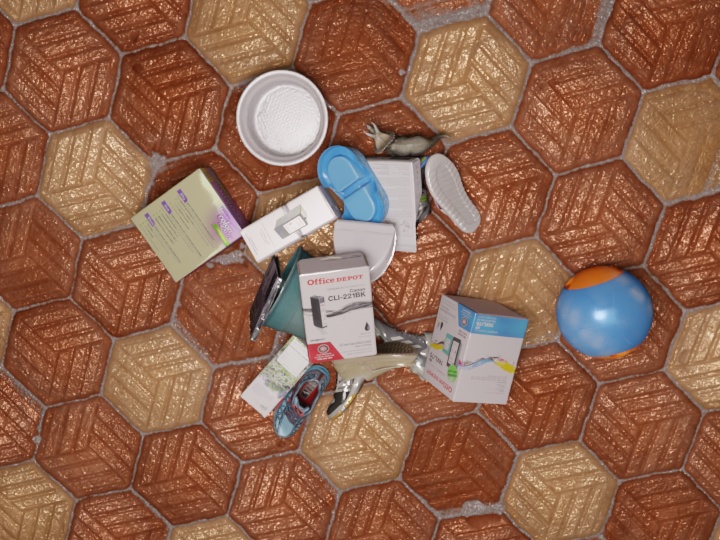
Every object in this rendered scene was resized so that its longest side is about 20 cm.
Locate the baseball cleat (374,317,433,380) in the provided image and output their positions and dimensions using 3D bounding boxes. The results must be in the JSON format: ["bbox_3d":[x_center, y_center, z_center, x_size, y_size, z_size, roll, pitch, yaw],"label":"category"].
[{"bbox_3d":[0.111,0.162,1.661,0.200,0.070,0.106,45,85,-9],"label":"baseball cleat"}]

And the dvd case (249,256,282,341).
[{"bbox_3d":[-0.213,0.056,1.587,0.016,0.200,0.149,22,101,-14],"label":"dvd case"}]

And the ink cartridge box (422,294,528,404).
[{"bbox_3d":[0.252,0.175,1.583,0.145,0.147,0.201,8,101,-26],"label":"ink cartridge box"}]

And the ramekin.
[{"bbox_3d":[-0.165,-0.332,1.571,0.199,0.098,0.202,1,99,3],"label":"ramekin"}]

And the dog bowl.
[{"bbox_3d":[-0.011,-0.180,1.547,0.111,0.050,0.201,-31,91,36],"label":"dog bowl"}]

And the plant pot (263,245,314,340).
[{"bbox_3d":[-0.096,0.079,1.596,0.195,0.200,0.201,28,100,-9],"label":"plant pot"}]

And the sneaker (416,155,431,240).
[{"bbox_3d":[0.124,-0.159,1.604,0.082,0.071,0.201,12,100,-15],"label":"sneaker"}]

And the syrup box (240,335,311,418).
[{"bbox_3d":[-0.184,0.240,1.675,0.079,0.081,0.200,41,100,-2],"label":"syrup box"}]

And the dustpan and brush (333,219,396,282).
[{"bbox_3d":[0.000,0.000,1.526,0.139,0.057,0.201,6,79,15],"label":"dustpan and brush"}]

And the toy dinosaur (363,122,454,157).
[{"bbox_3d":[0.104,-0.271,1.562,0.199,0.102,0.077,9,100,3],"label":"toy dinosaur"}]

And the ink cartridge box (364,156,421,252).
[{"bbox_3d":[0.056,-0.149,1.576,0.162,0.057,0.201,6,116,29],"label":"ink cartridge box"}]

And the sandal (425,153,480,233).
[{"bbox_3d":[0.195,-0.166,1.591,0.082,0.050,0.203,-40,113,-18],"label":"sandal"}]

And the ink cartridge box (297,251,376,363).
[{"bbox_3d":[-0.048,0.076,1.465,0.143,0.084,0.201,-7,110,-5],"label":"ink cartridge box"}]

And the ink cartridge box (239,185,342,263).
[{"bbox_3d":[-0.149,-0.107,1.583,0.199,0.146,0.084,-29,95,7],"label":"ink cartridge box"}]

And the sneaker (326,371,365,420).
[{"bbox_3d":[-0.032,0.253,1.679,0.087,0.076,0.201,33,91,5],"label":"sneaker"}]

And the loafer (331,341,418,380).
[{"bbox_3d":[0.035,0.208,1.603,0.199,0.076,0.069,-6,106,18],"label":"loafer"}]

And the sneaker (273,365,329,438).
[{"bbox_3d":[-0.149,0.314,1.678,0.079,0.096,0.201,31,100,-2],"label":"sneaker"}]

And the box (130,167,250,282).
[{"bbox_3d":[-0.379,-0.106,1.622,0.200,0.097,0.176,-34,96,9],"label":"box"}]

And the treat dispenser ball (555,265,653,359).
[{"bbox_3d":[0.527,0.091,1.546,0.200,0.201,0.202,1,100,3],"label":"treat dispenser ball"}]
